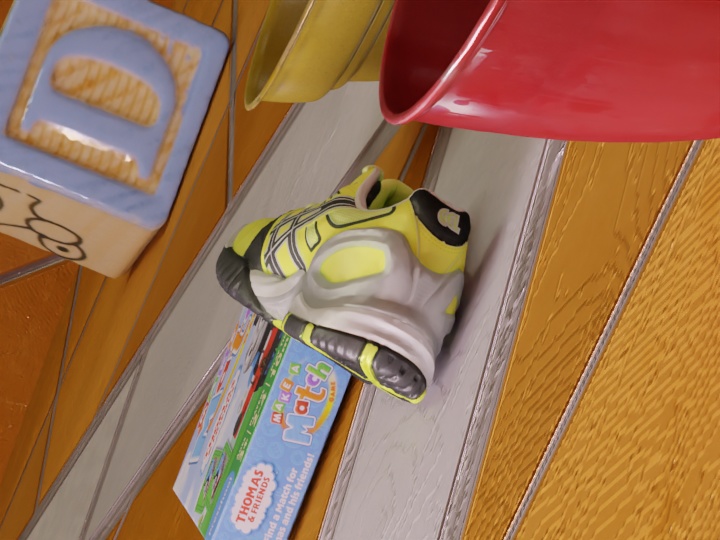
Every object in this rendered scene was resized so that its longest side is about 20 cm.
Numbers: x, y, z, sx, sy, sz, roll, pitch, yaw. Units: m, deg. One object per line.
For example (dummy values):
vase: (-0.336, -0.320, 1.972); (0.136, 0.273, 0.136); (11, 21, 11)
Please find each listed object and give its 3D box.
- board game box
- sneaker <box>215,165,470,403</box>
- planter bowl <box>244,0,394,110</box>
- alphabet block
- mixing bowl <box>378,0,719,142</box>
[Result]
board game box: (-0.039, 0.052, 1.332); (0.200, 0.037, 0.152); (-164, 95, -82)
sneaker: (0.000, 0.000, 1.142); (0.077, 0.075, 0.200); (-60, 21, -2)
planter bowl: (0.022, -0.152, 1.298); (0.200, 0.083, 0.201); (-159, 90, -81)
alphabet block: (-0.247, -0.131, 2.506); (0.200, 0.195, 0.197); (141, 152, -70)
mixing bowl: (0.092, -0.110, 0.705); (0.200, 0.108, 0.201); (-159, 90, -81)
